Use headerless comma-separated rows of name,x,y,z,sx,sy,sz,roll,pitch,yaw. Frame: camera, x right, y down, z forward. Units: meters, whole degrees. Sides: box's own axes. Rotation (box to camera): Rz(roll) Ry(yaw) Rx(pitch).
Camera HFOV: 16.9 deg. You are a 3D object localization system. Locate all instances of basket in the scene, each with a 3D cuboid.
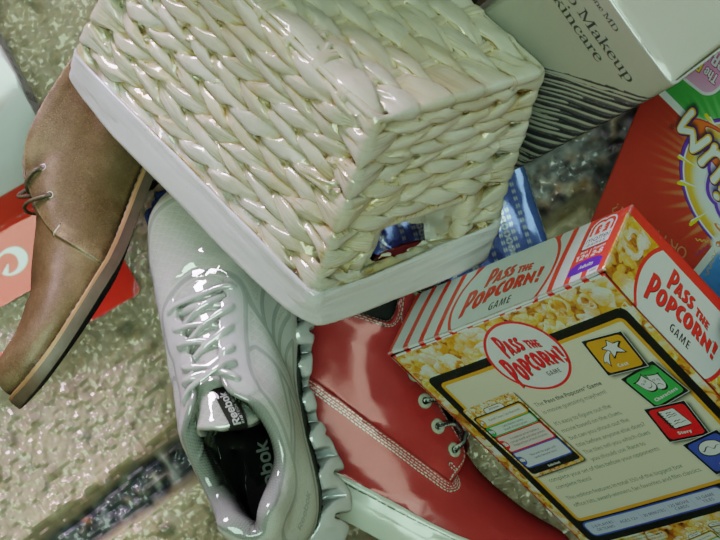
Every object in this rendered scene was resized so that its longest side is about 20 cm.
basket,-0.024,-0.093,1.169,0.200,0.135,0.124,46,133,25

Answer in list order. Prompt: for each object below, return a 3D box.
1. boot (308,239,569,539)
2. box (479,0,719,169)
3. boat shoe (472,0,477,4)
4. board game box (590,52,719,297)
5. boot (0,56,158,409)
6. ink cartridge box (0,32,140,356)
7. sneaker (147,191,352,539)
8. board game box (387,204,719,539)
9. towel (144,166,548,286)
boot,0.039,0.068,1.238,0.199,0.072,0.145,27,94,-2
box,0.105,-0.113,1.173,0.068,0.200,0.082,-38,93,-23
boat shoe,-0.003,-0.210,1.261,0.075,0.075,0.203,-20,81,-34
board game box,0.203,-0.048,1.187,0.153,0.040,0.201,36,120,30
boot,-0.149,-0.026,1.230,0.075,0.074,0.201,28,67,-12
ink cartridge box,-0.233,-0.037,1.267,0.162,0.050,0.201,-29,86,2
sneaker,-0.062,0.047,1.182,0.075,0.081,0.201,-24,74,18
board game box,0.134,0.071,1.180,0.200,0.151,0.046,45,49,-21
towel,0.000,0.000,1.274,0.199,0.024,0.145,-18,91,1
